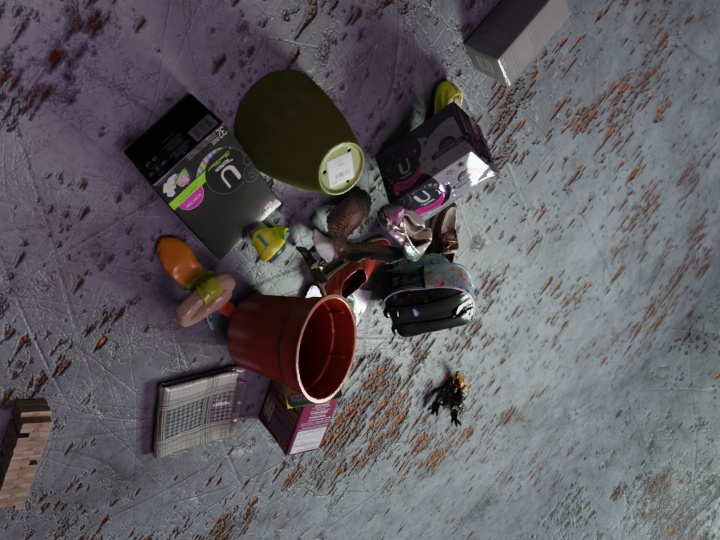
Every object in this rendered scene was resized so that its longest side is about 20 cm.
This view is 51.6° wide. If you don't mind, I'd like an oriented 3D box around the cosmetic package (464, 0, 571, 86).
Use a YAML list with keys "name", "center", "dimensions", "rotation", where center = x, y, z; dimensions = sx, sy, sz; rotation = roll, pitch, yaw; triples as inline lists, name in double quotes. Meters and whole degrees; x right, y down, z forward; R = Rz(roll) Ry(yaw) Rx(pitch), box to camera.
- name: "cosmetic package"
  center: [0.317, -0.486, 1.495]
  dimensions: [0.200, 0.107, 0.090]
  rotation: [-45, 139, -3]

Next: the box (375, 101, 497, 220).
- name: "box"
  center: [0.147, -0.207, 1.468]
  dimensions: [0.199, 0.134, 0.114]
  rotation: [-32, 145, 27]

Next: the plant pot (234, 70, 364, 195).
- name: "plant pot"
  center: [-0.085, -0.213, 1.257]
  dimensions: [0.185, 0.200, 0.190]
  rotation: [-24, 133, -28]

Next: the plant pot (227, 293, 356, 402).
- name: "plant pot"
  center: [-0.139, 0.133, 1.437]
  dimensions: [0.200, 0.192, 0.205]
  rotation: [-20, 115, -55]

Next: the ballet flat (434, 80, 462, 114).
- name: "ballet flat"
  center: [0.182, -0.292, 1.545]
  dimensions: [0.066, 0.067, 0.203]
  rotation: [-24, 133, -28]

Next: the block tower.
- name: "block tower"
  center: [-0.596, 0.324, 1.301]
  dimensions: [0.057, 0.054, 0.203]
  rotation: [6, 114, -43]

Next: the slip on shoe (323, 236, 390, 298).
- name: "slip on shoe"
  center: [0.000, 0.000, 1.590]
  dimensions: [0.199, 0.061, 0.075]
  rotation: [-39, 138, -31]

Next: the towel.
- name: "towel"
  center: [-0.329, 0.293, 1.538]
  dimensions: [0.198, 0.034, 0.195]
  rotation: [-11, 125, -38]

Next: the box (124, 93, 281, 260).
- name: "box"
  center: [-0.251, -0.149, 1.210]
  dimensions: [0.148, 0.124, 0.201]
  rotation: [-42, 140, -7]

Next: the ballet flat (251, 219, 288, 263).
- name: "ballet flat"
  center: [-0.167, -0.061, 1.339]
  dimensions: [0.067, 0.200, 0.067]
  rotation: [43, 92, -10]

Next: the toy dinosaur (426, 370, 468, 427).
- name: "toy dinosaur"
  center: [0.259, 0.351, 2.097]
  dimensions: [0.136, 0.101, 0.202]
  rotation: [-50, 131, -37]

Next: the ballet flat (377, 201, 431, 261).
- name: "ballet flat"
  center: [0.100, -0.076, 1.479]
  dimensions: [0.070, 0.070, 0.200]
  rotation: [-14, 150, 20]

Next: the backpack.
- name: "backpack"
  center: [0.161, 0.056, 1.685]
  dimensions: [0.196, 0.152, 0.179]
  rotation: [-6, 140, 17]

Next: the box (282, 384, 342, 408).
- name: "box"
  center: [-0.107, 0.203, 1.525]
  dimensions: [0.115, 0.201, 0.049]
  rotation: [-9, 129, -8]

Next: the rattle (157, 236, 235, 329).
- name: "rattle"
  center: [-0.304, 0.029, 1.372]
  dimensions: [0.131, 0.142, 0.200]
  rotation: [-58, 175, 2]

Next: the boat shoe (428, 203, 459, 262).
- name: "boat shoe"
  center: [0.203, -0.064, 1.730]
  dimensions: [0.071, 0.072, 0.203]
  rotation: [-14, 128, -34]

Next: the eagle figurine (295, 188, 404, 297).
- name: "eagle figurine"
  center: [-0.025, -0.059, 1.491]
  dimensions: [0.198, 0.151, 0.153]
  rotation: [-28, 126, -8]

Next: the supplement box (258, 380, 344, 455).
- name: "supplement box"
  center: [-0.128, 0.282, 1.639]
  dimensions: [0.102, 0.131, 0.203]
  rotation: [1, 119, -42]

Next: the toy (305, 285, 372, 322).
- name: "toy"
  center: [-0.052, 0.098, 1.636]
  dimensions: [0.198, 0.047, 0.117]
  rotation: [9, 113, -45]
